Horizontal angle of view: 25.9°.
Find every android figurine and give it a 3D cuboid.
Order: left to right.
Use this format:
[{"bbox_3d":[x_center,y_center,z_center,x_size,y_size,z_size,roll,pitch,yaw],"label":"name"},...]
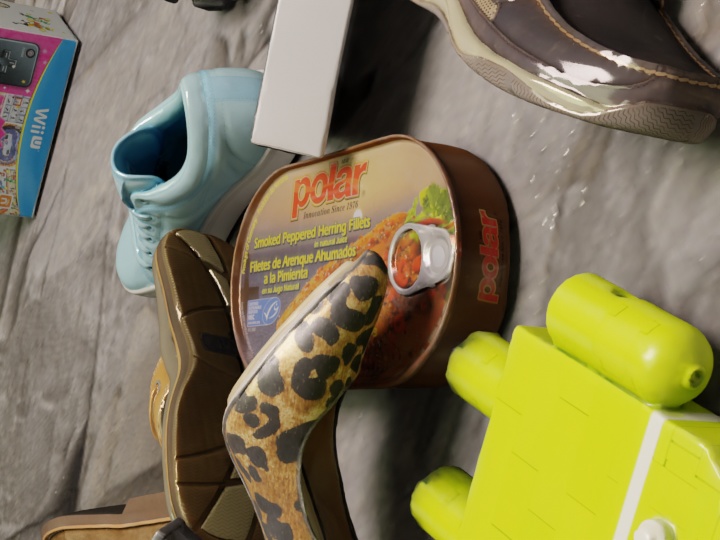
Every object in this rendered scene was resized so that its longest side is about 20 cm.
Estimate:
[{"bbox_3d":[0.084,0.098,0.572,0.200,0.041,0.182,38,117,56],"label":"android figurine"}]

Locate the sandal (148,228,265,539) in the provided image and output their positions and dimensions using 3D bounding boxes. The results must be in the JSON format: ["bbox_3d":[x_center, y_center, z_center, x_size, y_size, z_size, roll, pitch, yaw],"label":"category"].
[{"bbox_3d":[-0.080,0.065,0.808,0.054,0.080,0.200,-45,42,32],"label":"sandal"}]

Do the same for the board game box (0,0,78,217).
[{"bbox_3d":[-0.320,-0.125,1.118,0.064,0.200,0.148,48,126,51],"label":"board game box"}]

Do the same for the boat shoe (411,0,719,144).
[{"bbox_3d":[0.071,-0.113,0.595,0.200,0.074,0.073,49,126,49],"label":"boat shoe"}]

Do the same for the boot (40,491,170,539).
[{"bbox_3d":[-0.123,0.166,0.880,0.200,0.074,0.075,-20,78,54],"label":"boot"}]

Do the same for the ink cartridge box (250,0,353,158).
[{"bbox_3d":[-0.013,-0.158,0.738,0.099,0.039,0.200,-88,11,-80],"label":"ink cartridge box"}]

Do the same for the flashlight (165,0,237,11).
[{"bbox_3d":[-0.091,-0.256,0.893,0.068,0.068,0.200,-11,75,63],"label":"flashlight"}]

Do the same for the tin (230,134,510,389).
[{"bbox_3d":[0.000,0.000,0.729,0.200,0.042,0.112,-8,82,58],"label":"tin"}]

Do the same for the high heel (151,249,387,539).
[{"bbox_3d":[0.002,0.100,0.671,0.143,0.071,0.200,35,114,10],"label":"high heel"}]

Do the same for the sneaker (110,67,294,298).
[{"bbox_3d":[-0.110,-0.052,0.874,0.200,0.082,0.074,-49,45,44],"label":"sneaker"}]
